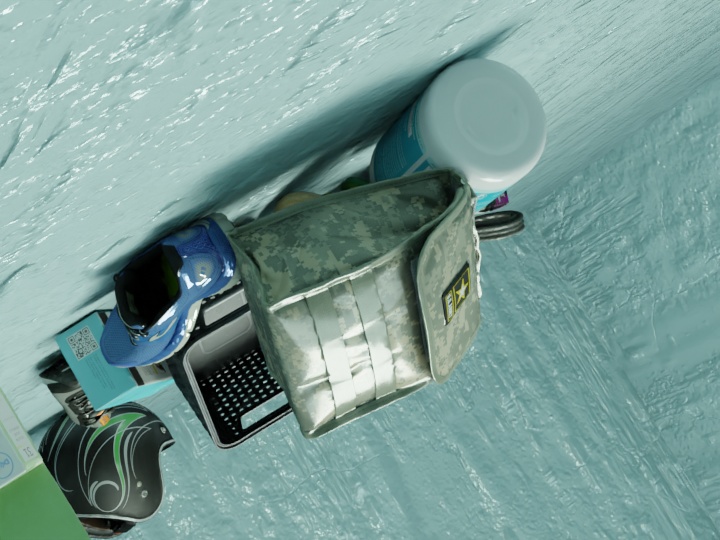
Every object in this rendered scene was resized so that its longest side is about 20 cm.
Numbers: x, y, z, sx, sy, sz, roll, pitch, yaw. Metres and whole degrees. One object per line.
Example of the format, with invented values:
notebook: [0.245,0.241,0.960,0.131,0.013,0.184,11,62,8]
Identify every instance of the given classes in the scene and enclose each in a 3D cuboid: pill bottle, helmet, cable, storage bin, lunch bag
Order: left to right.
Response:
helmet: [-0.372,0.282,1.868,0.199,0.192,0.200,0,157,0]
storage bin: [-0.119,0.068,1.248,0.135,0.094,0.200,-30,146,-14]
lunch bag: [0.014,0.020,1.043,0.199,0.118,0.165,-23,135,-12]
cable: [0.073,-0.023,1.340,0.199,0.051,0.097,-13,-167,-23]
pill bottle: [0.075,-0.099,1.130,0.110,0.111,0.200,-29,176,-24]

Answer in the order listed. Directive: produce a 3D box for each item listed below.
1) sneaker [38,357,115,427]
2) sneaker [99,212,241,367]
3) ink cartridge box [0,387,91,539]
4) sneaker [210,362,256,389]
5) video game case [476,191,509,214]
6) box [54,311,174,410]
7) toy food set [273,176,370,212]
sneaker: [-0.293,0.127,1.379,0.074,0.080,0.200,-28,174,-12]
sneaker: [-0.179,0.022,1.075,0.089,0.079,0.200,-17,159,-44]
ink cartridge box: [-0.334,0.200,1.093,0.145,0.201,0.048,-31,178,9]
sneaker: [-0.149,0.061,1.368,0.075,0.115,0.200,-29,175,-29]
video game case: [0.049,-0.065,1.400,0.199,0.036,0.181,-10,-178,18]
box: [-0.235,0.087,1.286,0.049,0.083,0.200,-31,176,5]
toy food set: [0.000,0.000,1.203,0.049,0.200,0.198,-47,-158,-27]
